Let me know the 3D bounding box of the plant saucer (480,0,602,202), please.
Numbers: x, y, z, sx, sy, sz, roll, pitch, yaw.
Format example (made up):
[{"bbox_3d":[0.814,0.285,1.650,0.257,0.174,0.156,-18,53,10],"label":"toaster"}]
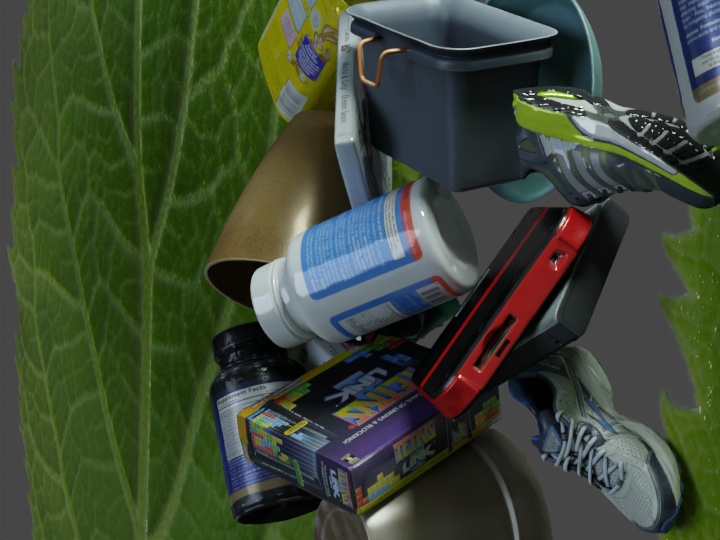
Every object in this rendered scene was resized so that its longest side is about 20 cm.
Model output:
[{"bbox_3d":[0.157,-0.162,1.188,0.199,0.036,0.203,8,100,60],"label":"plant saucer"}]

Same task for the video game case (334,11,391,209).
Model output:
[{"bbox_3d":[0.005,-0.121,1.312,0.201,0.023,0.184,73,-166,-49],"label":"video game case"}]

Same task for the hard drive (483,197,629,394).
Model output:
[{"bbox_3d":[0.144,0.034,1.151,0.200,0.033,0.140,-41,17,54],"label":"hard drive"}]

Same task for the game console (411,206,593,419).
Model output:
[{"bbox_3d":[0.117,0.031,1.129,0.201,0.031,0.177,-54,4,-1],"label":"game console"}]

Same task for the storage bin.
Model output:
[{"bbox_3d":[0.070,-0.157,1.184,0.200,0.144,0.136,34,131,55],"label":"storage bin"}]

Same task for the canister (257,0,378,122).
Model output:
[{"bbox_3d":[-0.038,-0.273,1.475,0.200,0.086,0.150,-53,48,50],"label":"canister"}]

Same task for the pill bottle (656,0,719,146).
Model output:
[{"bbox_3d":[0.263,-0.198,0.927,0.111,0.110,0.202,-30,66,57],"label":"pill bottle"}]

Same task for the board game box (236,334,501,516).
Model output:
[{"bbox_3d":[0.009,0.139,1.264,0.164,0.199,0.057,15,124,44],"label":"board game box"}]

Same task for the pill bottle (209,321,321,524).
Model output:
[{"bbox_3d":[-0.102,0.163,1.438,0.112,0.111,0.202,-42,56,53],"label":"pill bottle"}]

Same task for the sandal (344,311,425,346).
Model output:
[{"bbox_3d":[-0.022,0.048,1.331,0.198,0.045,0.075,3,139,33],"label":"sandal"}]

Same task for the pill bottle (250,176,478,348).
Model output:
[{"bbox_3d":[0.000,0.000,1.226,0.198,0.112,0.113,-22,70,24],"label":"pill bottle"}]

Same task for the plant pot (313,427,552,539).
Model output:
[{"bbox_3d":[0.056,0.258,1.255,0.199,0.172,0.203,10,101,60],"label":"plant pot"}]

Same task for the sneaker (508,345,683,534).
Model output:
[{"bbox_3d":[0.187,0.146,1.105,0.200,0.084,0.078,53,135,44],"label":"sneaker"}]

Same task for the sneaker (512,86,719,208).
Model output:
[{"bbox_3d":[0.204,-0.086,1.060,0.199,0.073,0.082,29,129,40],"label":"sneaker"}]

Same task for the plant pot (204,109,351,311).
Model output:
[{"bbox_3d":[-0.053,-0.064,1.434,0.186,0.185,0.202,-19,52,59],"label":"plant pot"}]

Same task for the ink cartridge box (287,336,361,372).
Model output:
[{"bbox_3d":[-0.022,0.161,1.482,0.200,0.074,0.167,40,126,53],"label":"ink cartridge box"}]

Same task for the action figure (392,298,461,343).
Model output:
[{"bbox_3d":[0.053,0.031,1.363,0.200,0.054,0.119,123,135,-54],"label":"action figure"}]
